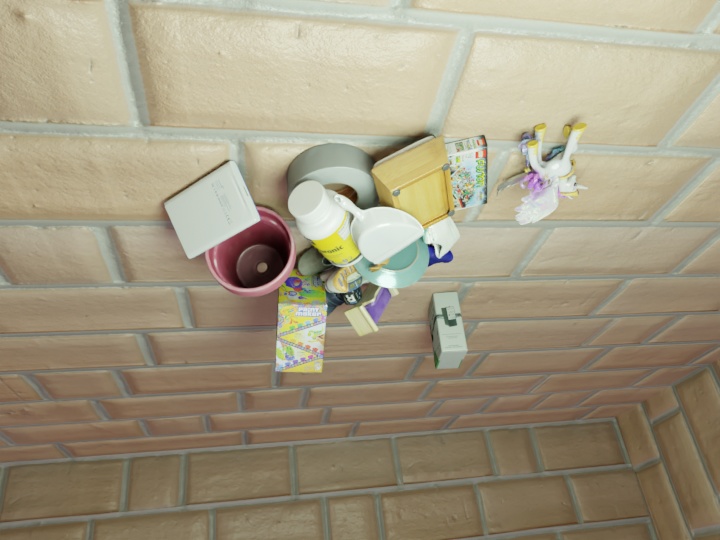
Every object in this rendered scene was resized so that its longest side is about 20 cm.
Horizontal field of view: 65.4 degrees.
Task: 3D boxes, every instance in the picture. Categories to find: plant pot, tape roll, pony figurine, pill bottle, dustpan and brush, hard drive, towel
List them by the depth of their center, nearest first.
[{"bbox_3d":[0.017,-0.093,1.110,0.139,0.058,0.199,-33,146,27],"label":"dustpan and brush"},{"bbox_3d":[-0.066,-0.098,1.164,0.110,0.113,0.200,-18,147,17],"label":"pill bottle"},{"bbox_3d":[-0.314,-0.125,1.183,0.198,0.133,0.025,-24,-179,26],"label":"hard drive"},{"bbox_3d":[0.395,-0.208,1.203,0.191,0.168,0.201,-19,133,4],"label":"pony figurine"},{"bbox_3d":[-0.058,-0.179,1.204,0.197,0.067,0.201,-6,150,-3],"label":"tape roll"},{"bbox_3d":[-0.245,-0.026,1.312,0.197,0.203,0.179,-6,165,-4],"label":"plant pot"},{"bbox_3d":[0.122,-0.051,1.448,0.198,0.050,0.147,12,164,-33],"label":"towel"}]

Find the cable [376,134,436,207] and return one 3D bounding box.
[{"bbox_3d":[0.115,-0.204,1.206,0.097,0.051,0.200,-15,157,-50],"label":"cable"}]

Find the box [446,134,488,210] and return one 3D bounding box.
[{"bbox_3d":[0.227,-0.209,1.248,0.109,0.035,0.201,-12,149,6],"label":"box"}]

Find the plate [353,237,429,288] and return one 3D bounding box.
[{"bbox_3d":[0.069,-0.053,1.308,0.197,0.203,0.026,1,153,-14],"label":"plate"}]

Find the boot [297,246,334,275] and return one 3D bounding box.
[{"bbox_3d":[-0.079,-0.036,1.378,0.198,0.068,0.131,-22,-174,12],"label":"boot"}]

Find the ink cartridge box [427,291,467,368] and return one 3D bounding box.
[{"bbox_3d":[0.270,0.188,1.763,0.082,0.202,0.147,-2,149,-3],"label":"ink cartridge box"}]

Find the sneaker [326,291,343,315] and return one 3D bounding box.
[{"bbox_3d":[-0.121,0.046,1.563,0.146,0.078,0.202,-35,132,24],"label":"sneaker"}]

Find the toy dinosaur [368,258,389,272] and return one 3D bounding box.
[{"bbox_3d":[0.046,-0.058,1.243,0.197,0.108,0.060,-7,162,4],"label":"toy dinosaur"}]

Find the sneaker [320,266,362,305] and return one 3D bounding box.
[{"bbox_3d":[-0.038,0.039,1.441,0.072,0.113,0.200,-22,-177,14],"label":"sneaker"}]

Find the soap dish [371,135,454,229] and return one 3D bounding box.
[{"bbox_3d":[0.117,-0.163,1.153,0.156,0.082,0.201,-26,145,-2],"label":"soap dish"}]

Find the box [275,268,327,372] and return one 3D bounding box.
[{"bbox_3d":[-0.154,0.124,1.442,0.120,0.200,0.195,3,114,-8],"label":"box"}]

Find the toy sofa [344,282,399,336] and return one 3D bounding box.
[{"bbox_3d":[0.046,0.082,1.530,0.097,0.200,0.083,-23,107,32],"label":"toy sofa"}]

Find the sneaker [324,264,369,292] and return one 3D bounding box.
[{"bbox_3d":[0.000,0.000,1.343,0.198,0.076,0.088,-18,-179,-34],"label":"sneaker"}]

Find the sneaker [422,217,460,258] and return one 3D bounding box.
[{"bbox_3d":[0.166,-0.108,1.310,0.075,0.089,0.200,17,155,48],"label":"sneaker"}]
